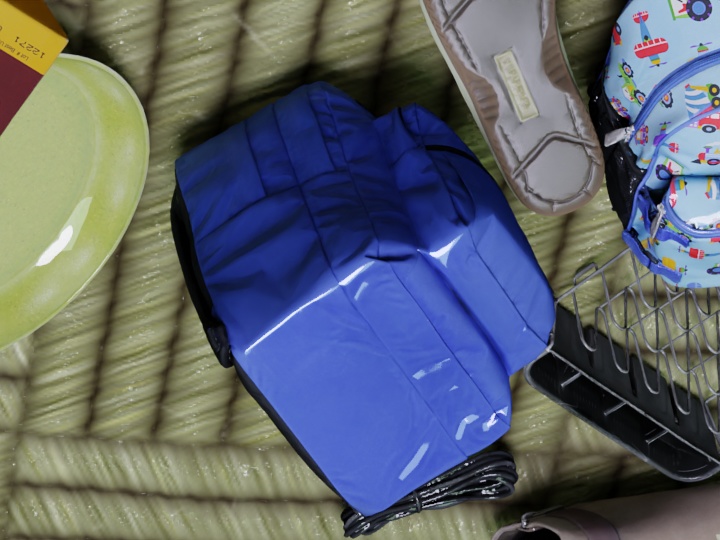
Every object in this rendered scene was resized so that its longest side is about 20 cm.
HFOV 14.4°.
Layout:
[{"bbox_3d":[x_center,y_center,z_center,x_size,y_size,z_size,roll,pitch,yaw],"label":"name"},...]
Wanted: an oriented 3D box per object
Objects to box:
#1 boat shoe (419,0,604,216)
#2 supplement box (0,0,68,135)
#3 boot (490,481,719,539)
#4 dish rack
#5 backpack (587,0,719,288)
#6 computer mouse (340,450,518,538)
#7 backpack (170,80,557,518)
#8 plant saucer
[{"bbox_3d":[0.069,-0.127,1.475,0.071,0.076,0.201,-17,106,-2],"label":"boat shoe"},{"bbox_3d":[-0.266,-0.095,1.324,0.132,0.197,0.200,32,101,-31],"label":"supplement box"},{"bbox_3d":[0.176,0.161,1.675,0.145,0.071,0.200,-1,168,-32],"label":"boot"},{"bbox_3d":[0.207,0.025,1.620,0.153,0.055,0.200,32,126,-31],"label":"dish rack"},{"bbox_3d":[0.214,-0.088,1.451,0.181,0.135,0.200,-9,162,-4],"label":"backpack"},{"bbox_3d":[0.032,0.074,1.644,0.109,0.044,0.201,-10,129,-2],"label":"computer mouse"},{"bbox_3d":[0.000,0.000,1.481,0.167,0.200,0.163,-30,126,0],"label":"backpack"},{"bbox_3d":[-0.200,-0.035,1.474,0.199,0.031,0.201,-29,142,-25],"label":"plant saucer"}]
